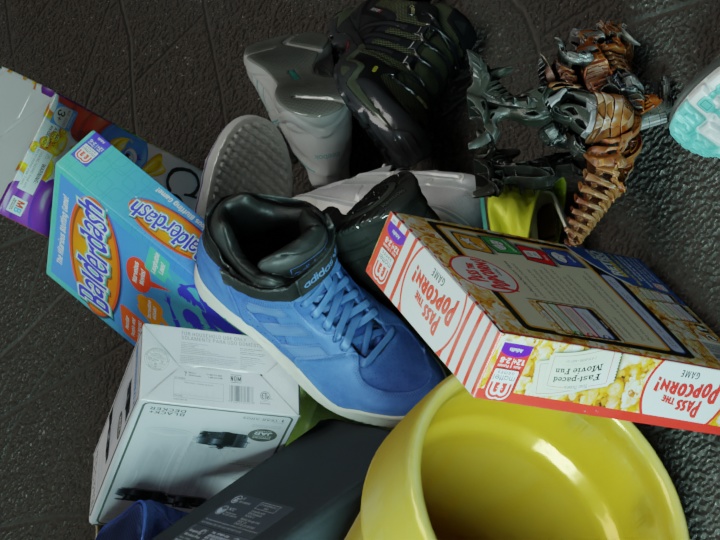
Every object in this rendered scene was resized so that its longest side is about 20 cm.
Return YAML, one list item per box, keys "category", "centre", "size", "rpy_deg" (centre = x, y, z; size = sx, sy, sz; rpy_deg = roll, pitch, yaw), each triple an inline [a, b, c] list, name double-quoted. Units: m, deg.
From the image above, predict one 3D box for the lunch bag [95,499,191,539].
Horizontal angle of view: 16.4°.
- category: "lunch bag"
  centre: [-0.121, 0.258, 1.744]
  size: [0.136, 0.132, 0.201]
  rpy_deg: [143, 141, -61]

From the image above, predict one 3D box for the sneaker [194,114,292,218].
- category: "sneaker"
  centre: [-0.113, -0.028, 1.911]
  size: [0.114, 0.072, 0.202]
  rpy_deg: [31, 115, 59]

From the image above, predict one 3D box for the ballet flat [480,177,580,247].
- category: "ballet flat"
  centre: [0.117, 0.016, 1.657]
  size: [0.067, 0.067, 0.201]
  rpy_deg: [-15, 54, 20]

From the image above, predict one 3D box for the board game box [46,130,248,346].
- category: "board game box"
  centre: [-0.138, 0.010, 1.806]
  size: [0.045, 0.200, 0.152]
  rpy_deg: [-44, -16, -29]

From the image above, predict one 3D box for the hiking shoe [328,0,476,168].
- category: "hiking shoe"
  centre: [0.036, -0.154, 1.821]
  size: [0.100, 0.076, 0.200]
  rpy_deg: [-31, 35, 11]

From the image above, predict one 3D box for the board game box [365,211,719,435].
- category: "board game box"
  centre: [0.123, 0.032, 1.519]
  size: [0.152, 0.199, 0.047]
  rpy_deg: [50, 123, 51]

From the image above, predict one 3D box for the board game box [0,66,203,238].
- category: "board game box"
  centre: [-0.206, -0.064, 1.972]
  size: [0.103, 0.199, 0.105]
  rpy_deg: [26, 89, 53]

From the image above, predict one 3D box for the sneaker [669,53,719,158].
- category: "sneaker"
  centre: [0.275, -0.148, 1.565]
  size: [0.200, 0.077, 0.091]
  rpy_deg: [-38, 28, 25]

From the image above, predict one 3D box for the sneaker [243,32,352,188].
- category: "sneaker"
  centre: [-0.046, -0.125, 1.923]
  size: [0.201, 0.070, 0.081]
  rpy_deg: [-110, 10, -62]

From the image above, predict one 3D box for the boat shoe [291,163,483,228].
- category: "boat shoe"
  centre: [0.019, -0.045, 1.807]
  size: [0.200, 0.072, 0.069]
  rpy_deg: [-3, 46, 56]

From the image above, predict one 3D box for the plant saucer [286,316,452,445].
- category: "plant saucer"
  centre: [0.006, 0.113, 1.756]
  size: [0.200, 0.031, 0.201]
  rpy_deg: [-28, 49, 39]

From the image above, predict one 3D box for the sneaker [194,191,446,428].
- category: "sneaker"
  centre: [-0.025, 0.022, 1.661]
  size: [0.200, 0.111, 0.077]
  rpy_deg: [37, 65, 13]

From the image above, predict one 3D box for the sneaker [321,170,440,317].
- category: "sneaker"
  centre: [0.000, 0.000, 1.738]
  size: [0.076, 0.091, 0.200]
  rpy_deg: [-48, 13, -26]

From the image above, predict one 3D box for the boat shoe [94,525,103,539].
- category: "boat shoe"
  centre: [-0.172, 0.193, 1.899]
  size: [0.071, 0.062, 0.201]
  rpy_deg: [-15, 57, 47]

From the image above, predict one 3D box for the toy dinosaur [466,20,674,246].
- category: "toy dinosaur"
  centre: [0.139, -0.098, 1.642]
  size: [0.200, 0.135, 0.103]
  rpy_deg: [-75, -17, -66]

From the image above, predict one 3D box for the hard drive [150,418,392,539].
- category: "hard drive"
  centre: [-0.058, 0.166, 1.642]
  size: [0.200, 0.033, 0.139]
  rpy_deg: [-34, 19, -25]

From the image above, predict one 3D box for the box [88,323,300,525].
- category: "box"
  centre: [-0.120, 0.117, 1.770]
  size: [0.200, 0.116, 0.060]
  rpy_deg: [115, 158, -55]

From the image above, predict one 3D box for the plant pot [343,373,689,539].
- category: "plant pot"
  centre: [0.069, 0.185, 1.520]
  size: [0.189, 0.200, 0.202]
  rpy_deg: [-45, 39, 45]
